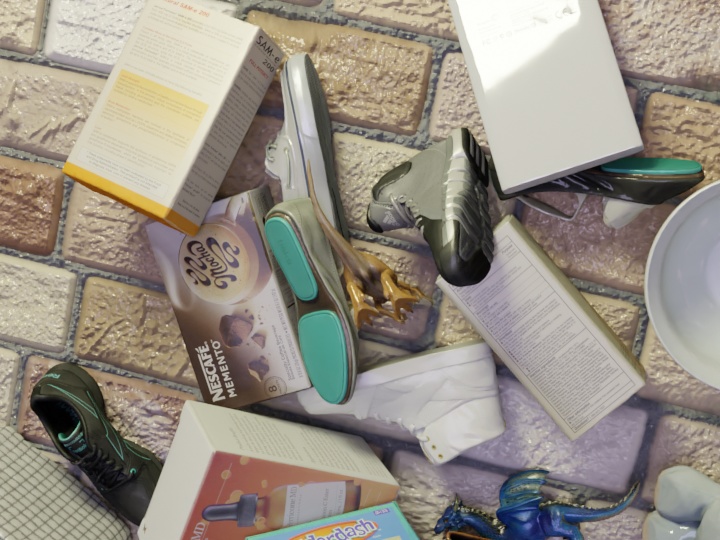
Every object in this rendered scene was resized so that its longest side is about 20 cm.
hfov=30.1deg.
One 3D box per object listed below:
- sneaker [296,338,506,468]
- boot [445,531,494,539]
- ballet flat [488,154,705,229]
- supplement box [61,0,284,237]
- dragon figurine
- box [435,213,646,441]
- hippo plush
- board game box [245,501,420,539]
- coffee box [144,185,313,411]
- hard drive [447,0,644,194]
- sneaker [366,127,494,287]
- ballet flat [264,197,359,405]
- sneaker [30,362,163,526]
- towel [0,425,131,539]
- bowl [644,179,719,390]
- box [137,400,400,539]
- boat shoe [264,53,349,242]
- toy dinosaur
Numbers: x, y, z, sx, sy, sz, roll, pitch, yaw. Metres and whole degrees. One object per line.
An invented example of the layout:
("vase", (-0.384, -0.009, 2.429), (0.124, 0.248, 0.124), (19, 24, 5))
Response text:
("sneaker", (0.042, 0.144, 1.313), (0.199, 0.074, 0.116), (-13, 93, 11))
("boot", (0.073, 0.341, 1.308), (0.188, 0.069, 0.200), (15, 122, 7))
("ballet flat", (0.218, -0.079, 1.253), (0.199, 0.068, 0.069), (10, 111, 19))
("supplement box", (-0.175, -0.150, 1.267), (0.126, 0.074, 0.200), (25, 85, 22))
("dragon figurine", (0.167, 0.235, 1.306), (0.200, 0.059, 0.100), (-31, 101, 21))
("box", (0.172, 0.052, 1.271), (0.095, 0.078, 0.200), (-39, 90, 14))
("hippo plush", (0.372, 0.251, 1.254), (0.160, 0.159, 0.200), (8, 119, -21))
("board game box", (0.000, 0.292, 1.175), (0.152, 0.200, 0.045), (-10, 120, -19))
("coffee box", (-0.120, 0.029, 1.322), (0.113, 0.080, 0.201), (-16, 95, 13))
("hard drive", (0.167, -0.184, 1.230), (0.132, 0.025, 0.201), (-18, 77, 13))
("sneaker", (0.058, -0.043, 1.235), (0.115, 0.200, 0.075), (-20, 124, 22))
("ballet flat", (-0.031, 0.026, 1.266), (0.067, 0.064, 0.200), (-9, 103, 44))
("sneaker", (-0.272, 0.190, 1.378), (0.075, 0.079, 0.200), (-38, 92, 14))
("towel", (-0.350, 0.267, 1.362), (0.200, 0.166, 0.086), (37, 109, 3))
("bowl", (0.359, 0.007, 1.223), (0.200, 0.090, 0.202), (2, 99, 10))
("box", (-0.090, 0.231, 1.290), (0.200, 0.106, 0.153), (15, 104, -27))
("boat shoe", (-0.062, -0.105, 1.292), (0.067, 0.074, 0.201), (-8, 97, 12))
("toy dinosaur", (0.000, 0.000, 1.250), (0.060, 0.106, 0.200), (-37, 130, 8))
